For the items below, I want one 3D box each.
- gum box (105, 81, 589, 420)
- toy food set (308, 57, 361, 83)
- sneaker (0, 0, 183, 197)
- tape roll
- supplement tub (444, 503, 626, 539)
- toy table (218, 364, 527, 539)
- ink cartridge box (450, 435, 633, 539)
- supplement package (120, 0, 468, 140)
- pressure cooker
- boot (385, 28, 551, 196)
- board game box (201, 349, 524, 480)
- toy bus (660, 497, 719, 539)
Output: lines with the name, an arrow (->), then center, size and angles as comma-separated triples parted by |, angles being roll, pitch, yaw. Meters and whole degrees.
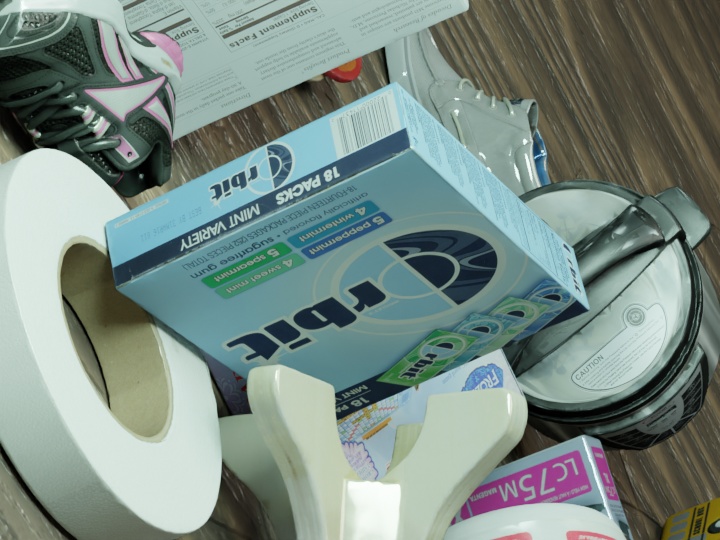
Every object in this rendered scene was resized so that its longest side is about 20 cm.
gum box -> -0.003, -0.002, 1.450 | 0.200, 0.170, 0.045 | 39, 32, -51
toy food set -> -0.058, -0.214, 1.886 | 0.198, 0.049, 0.200 | 69, 17, 3
sneaker -> -0.141, -0.086, 1.447 | 0.200, 0.080, 0.086 | 15, 65, -62
tape roll -> -0.131, 0.039, 1.382 | 0.203, 0.037, 0.203 | 56, 20, -33
supplement tub -> 0.106, 0.249, 1.655 | 0.140, 0.140, 0.200 | 40, 32, -56
toy table -> 0.001, 0.126, 1.469 | 0.200, 0.184, 0.117 | 38, 53, -62
ink cartridge box -> 0.121, 0.215, 1.774 | 0.042, 0.119, 0.200 | 16, 54, -70
supplement package -> -0.054, -0.190, 1.615 | 0.111, 0.200, 0.156 | 54, 22, -37
pressure cooker -> 0.155, 0.031, 1.987 | 0.200, 0.179, 0.176 | 45, 52, -71
boot -> 0.086, -0.110, 2.104 | 0.074, 0.096, 0.200 | 25, 45, -65
board game box -> -0.007, 0.035, 1.634 | 0.200, 0.041, 0.200 | -38, 106, -49
toy bus -> 0.274, 0.248, 2.254 | 0.065, 0.078, 0.200 | 64, 18, -13
